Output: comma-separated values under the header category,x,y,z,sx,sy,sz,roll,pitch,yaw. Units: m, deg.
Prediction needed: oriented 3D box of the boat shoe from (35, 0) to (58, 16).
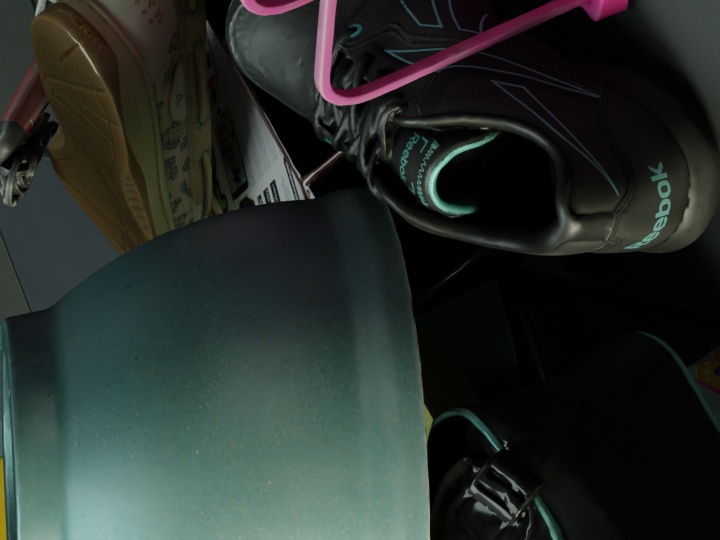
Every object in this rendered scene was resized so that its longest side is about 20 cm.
category,x,y,z,sx,sy,sz,roll,pitch,yaw
boat shoe,-0.116,-0.118,1.371,0.072,0.071,0.200,95,151,-56

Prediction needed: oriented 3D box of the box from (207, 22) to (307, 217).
category,x,y,z,sx,sy,sz,roll,pitch,yaw
box,-0.049,-0.098,1.216,0.110,0.035,0.200,140,116,-65

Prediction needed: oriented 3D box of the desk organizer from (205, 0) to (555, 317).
category,x,y,z,sx,sy,sz,roll,pitch,yaw
desk organizer,0.001,-0.085,1.115,0.200,0.077,0.072,60,160,13

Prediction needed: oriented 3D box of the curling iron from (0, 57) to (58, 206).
category,x,y,z,sx,sy,sz,roll,pitch,yaw
curling iron,-0.120,-0.108,1.265,0.026,0.200,0.050,26,148,-7

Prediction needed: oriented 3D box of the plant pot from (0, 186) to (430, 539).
category,x,y,z,sx,sy,sz,roll,pitch,yaw
plant pot,-0.058,0.073,1.035,0.200,0.134,0.200,178,90,-82

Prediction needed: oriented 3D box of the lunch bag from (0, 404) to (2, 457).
category,x,y,z,sx,sy,sz,roll,pitch,yaw
lunch bag,-0.104,0.069,1.358,0.127,0.170,0.200,59,-179,16

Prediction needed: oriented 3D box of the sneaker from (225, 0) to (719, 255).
category,x,y,z,sx,sy,sz,roll,pitch,yaw
sneaker,0.024,-0.058,1.007,0.200,0.079,0.075,24,120,32

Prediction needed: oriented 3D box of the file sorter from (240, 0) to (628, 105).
category,x,y,z,sx,sy,sz,roll,pitch,yaw
file sorter,-0.009,-0.174,0.965,0.200,0.125,0.139,55,157,26

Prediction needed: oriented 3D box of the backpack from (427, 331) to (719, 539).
category,x,y,z,sx,sy,sz,roll,pitch,yaw
backpack,0.096,0.134,1.020,0.176,0.153,0.200,55,147,25

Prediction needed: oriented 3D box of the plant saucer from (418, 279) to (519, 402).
category,x,y,z,sx,sy,sz,roll,pitch,yaw
plant saucer,0.000,0.000,1.279,0.200,0.036,0.200,52,156,34

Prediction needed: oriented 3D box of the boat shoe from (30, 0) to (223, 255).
category,x,y,z,sx,sy,sz,roll,pitch,yaw
boat shoe,-0.083,-0.055,1.189,0.073,0.063,0.200,45,163,17

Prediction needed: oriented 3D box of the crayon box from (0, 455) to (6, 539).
category,x,y,z,sx,sy,sz,roll,pitch,yaw
crayon box,-0.073,0.148,1.206,0.200,0.173,0.058,59,-176,20

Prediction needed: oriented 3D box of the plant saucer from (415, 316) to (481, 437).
category,x,y,z,sx,sy,sz,roll,pitch,yaw
plant saucer,0.023,0.085,1.196,0.200,0.031,0.200,53,157,34
